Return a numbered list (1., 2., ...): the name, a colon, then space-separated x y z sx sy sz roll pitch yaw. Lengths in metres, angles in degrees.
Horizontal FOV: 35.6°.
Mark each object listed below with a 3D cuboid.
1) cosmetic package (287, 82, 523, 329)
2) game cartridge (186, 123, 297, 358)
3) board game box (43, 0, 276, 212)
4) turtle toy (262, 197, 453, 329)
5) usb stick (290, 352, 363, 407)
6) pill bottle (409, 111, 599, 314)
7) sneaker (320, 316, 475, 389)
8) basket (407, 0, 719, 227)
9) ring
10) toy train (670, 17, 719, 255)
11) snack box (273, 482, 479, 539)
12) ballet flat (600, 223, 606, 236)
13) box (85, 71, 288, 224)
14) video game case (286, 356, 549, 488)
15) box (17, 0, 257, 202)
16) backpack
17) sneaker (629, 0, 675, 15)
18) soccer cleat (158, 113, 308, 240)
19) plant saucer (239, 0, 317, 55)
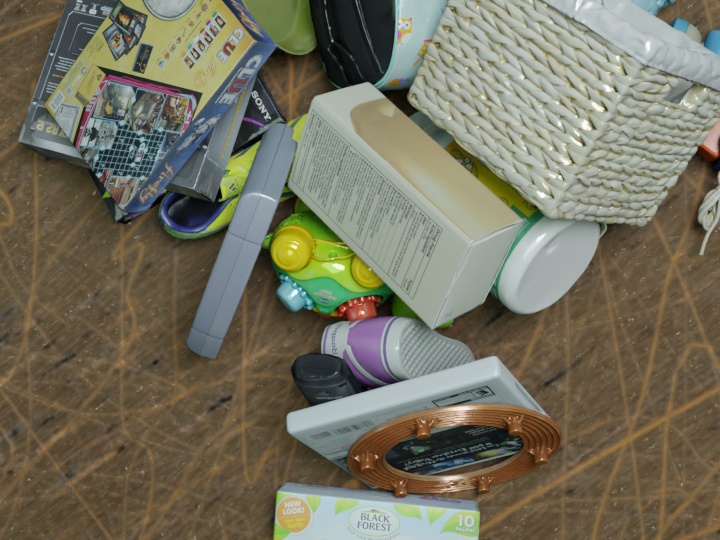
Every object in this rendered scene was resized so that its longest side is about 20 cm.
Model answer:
1. cosmetic package: 0.033 -0.059 0.958 0.200 0.071 0.106 46 136 24
2. game cartridge: -0.110 -0.021 1.020 0.040 0.134 0.201 18 128 -10
3. board game box: -0.178 -0.168 0.975 0.200 0.035 0.136 -46 72 23
4. turtle toy: 0.000 0.000 1.062 0.198 0.146 0.102 13 115 5
5. usb stick: -0.016 0.127 1.033 0.055 0.200 0.033 4 63 15
6. pill bottle: 0.112 -0.062 1.025 0.113 0.113 0.200 -47 57 4
7. sneaker: 0.036 0.092 1.053 0.113 0.200 0.073 -3 61 32
8. basket: 0.177 -0.158 0.944 0.200 0.197 0.162 44 116 31
9. ring: 0.087 0.171 1.026 0.198 0.201 0.019 -8 60 5
10. toy train: 0.309 -0.129 1.053 0.115 0.085 0.202 24 93 8
11. snack box: 0.013 0.290 1.097 0.197 0.053 0.144 4 90 5
12. ballet flat: 0.219 -0.072 1.077 0.067 0.068 0.201 32 99 -15
13. box: -0.191 -0.158 1.117 0.199 0.036 0.144 -31 88 4
14. video game case: 0.061 0.142 1.015 0.198 0.182 0.024 -18 57 19
15. box: -0.207 -0.167 1.060 0.198 0.048 0.160 15 83 18
16. backpack: 0.032 -0.263 1.025 0.152 0.175 0.203 -2 95 -30
17. sneaker: 0.281 -0.273 1.057 0.081 0.074 0.202 18 93 7
18. soccer cleat: -0.106 -0.089 1.086 0.199 0.084 0.065 -30 88 4
19. plant saucer: -0.092 -0.295 1.035 0.031 0.200 0.202 -12 90 25
